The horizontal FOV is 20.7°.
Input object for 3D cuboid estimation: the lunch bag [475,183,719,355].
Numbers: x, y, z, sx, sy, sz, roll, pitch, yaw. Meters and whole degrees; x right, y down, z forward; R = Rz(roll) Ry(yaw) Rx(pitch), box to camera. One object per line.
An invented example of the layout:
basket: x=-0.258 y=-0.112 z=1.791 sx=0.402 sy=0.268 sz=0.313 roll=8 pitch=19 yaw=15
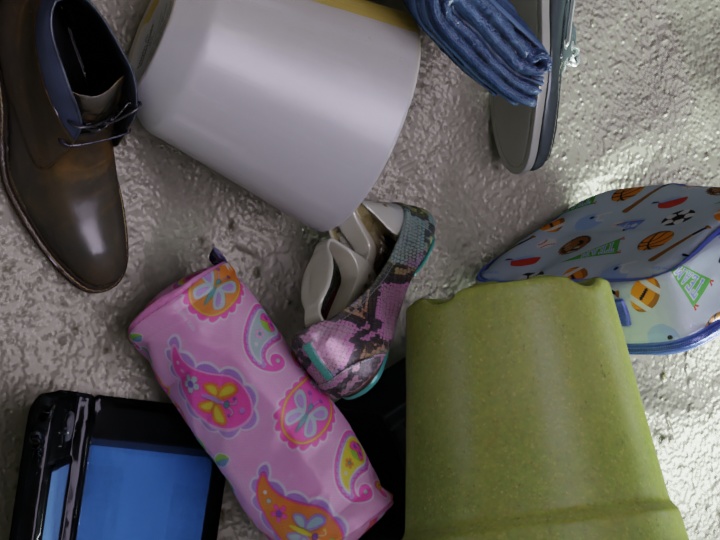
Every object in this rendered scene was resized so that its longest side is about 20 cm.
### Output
lunch bag: x=0.181 y=0.004 z=1.349 sx=0.160 sy=0.199 sz=0.076 roll=-36 pitch=111 yaw=-38

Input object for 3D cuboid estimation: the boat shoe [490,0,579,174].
boat shoe: x=0.134 y=-0.166 z=1.386 sx=0.061 sy=0.073 sz=0.202 roll=6 pitch=84 yaw=-26

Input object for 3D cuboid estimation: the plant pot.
plant pot: x=0.102 y=0.104 z=1.220 sx=0.199 sy=0.200 sz=0.186 roll=-3 pitch=80 yaw=-30

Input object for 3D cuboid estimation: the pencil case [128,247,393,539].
pencil case: x=-0.064 y=0.090 z=1.241 sx=0.087 sy=0.087 sz=0.201 roll=-35 pitch=87 yaw=-24

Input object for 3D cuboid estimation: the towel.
towel: x=0.056 y=-0.179 z=1.276 sx=0.049 sy=0.200 sz=0.112 roll=-44 pitch=116 yaw=12

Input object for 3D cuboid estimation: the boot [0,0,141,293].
boot: x=-0.174 y=-0.080 z=1.197 sx=0.074 sy=0.097 sz=0.202 roll=-23 pitch=103 yaw=-27

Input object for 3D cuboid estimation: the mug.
mug: x=-0.066 y=-0.130 z=1.256 sx=0.152 sy=0.187 sz=0.150 roll=21 pitch=114 yaw=-20

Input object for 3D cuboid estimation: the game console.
game console: x=-0.151 y=0.180 z=1.214 sx=0.115 sy=0.176 sz=0.202 roll=8 pitch=87 yaw=-1

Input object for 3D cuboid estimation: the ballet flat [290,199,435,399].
ballet flat: x=0.000 y=0.000 z=1.272 sx=0.071 sy=0.069 sz=0.201 roll=51 pitch=33 yaw=-20

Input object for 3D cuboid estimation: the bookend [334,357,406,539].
bookend: x=0.033 y=0.164 z=1.328 sx=0.198 sy=0.092 sz=0.201 roll=-30 pitch=105 yaw=-25
